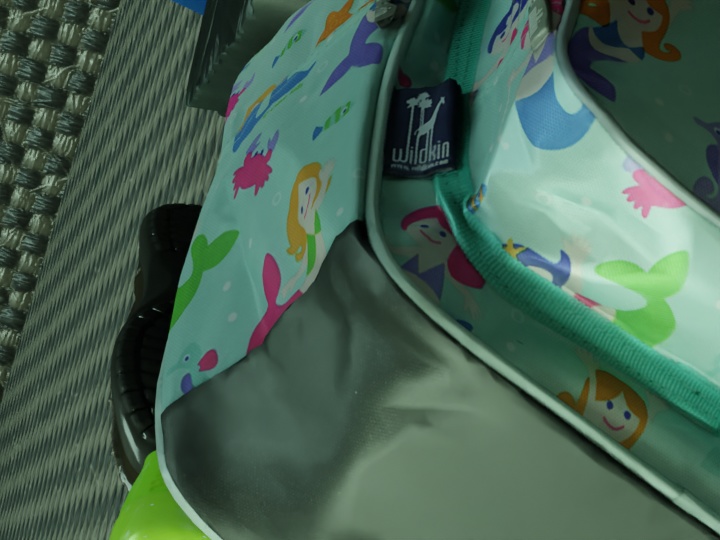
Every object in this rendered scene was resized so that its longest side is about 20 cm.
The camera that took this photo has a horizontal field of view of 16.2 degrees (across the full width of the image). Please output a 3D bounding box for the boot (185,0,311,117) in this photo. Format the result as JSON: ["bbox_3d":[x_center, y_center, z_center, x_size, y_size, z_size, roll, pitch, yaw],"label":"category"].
[{"bbox_3d":[0.038,-0.068,0.739,0.198,0.161,0.074,177,105,-80],"label":"boot"}]

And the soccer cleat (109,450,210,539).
[{"bbox_3d":[-0.050,0.153,0.828,0.081,0.067,0.201,-87,-4,-64],"label":"soccer cleat"}]

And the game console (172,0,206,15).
[{"bbox_3d":[0.000,-0.174,0.922,0.170,0.200,0.119,-23,68,25],"label":"game console"}]

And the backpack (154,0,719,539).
[{"bbox_3d":[0.055,0.000,0.559,0.151,0.177,0.200,-45,21,24],"label":"backpack"}]

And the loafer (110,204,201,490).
[{"bbox_3d":[-0.060,0.045,0.988,0.200,0.072,0.072,-88,9,-64],"label":"loafer"}]
